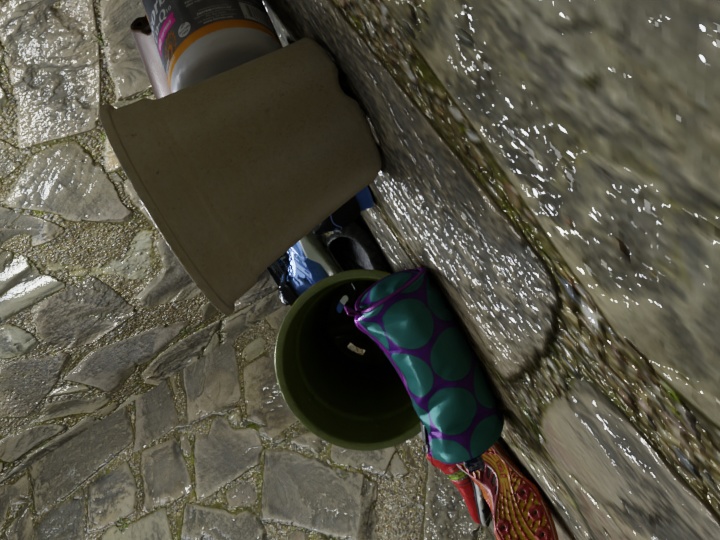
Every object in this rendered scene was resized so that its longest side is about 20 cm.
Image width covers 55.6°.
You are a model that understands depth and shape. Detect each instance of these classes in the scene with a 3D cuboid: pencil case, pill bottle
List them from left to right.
[{"bbox_3d":[-0.151,-0.249,0.676,0.117,0.115,0.202,67,179,-63],"label":"pill bottle"},{"bbox_3d":[0.069,0.098,0.685,0.202,0.091,0.085,61,175,-14],"label":"pencil case"}]

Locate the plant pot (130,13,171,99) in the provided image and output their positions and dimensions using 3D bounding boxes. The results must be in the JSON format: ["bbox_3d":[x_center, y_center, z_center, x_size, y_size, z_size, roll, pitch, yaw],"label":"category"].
[{"bbox_3d":[-0.250,-0.312,1.071,0.201,0.198,0.200,53,166,52],"label":"plant pot"}]

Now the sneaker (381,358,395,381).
[{"bbox_3d":[0.053,0.161,0.938,0.198,0.081,0.084,-7,119,48],"label":"sneaker"}]

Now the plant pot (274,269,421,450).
[{"bbox_3d":[0.008,0.082,0.830,0.202,0.198,0.190,59,-172,-8],"label":"plant pot"}]

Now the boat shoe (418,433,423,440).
[{"bbox_3d":[0.102,0.171,0.990,0.064,0.071,0.203,12,125,50],"label":"boat shoe"}]

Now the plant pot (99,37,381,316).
[{"bbox_3d":[-0.089,-0.097,0.590,0.202,0.182,0.201,58,176,7],"label":"plant pot"}]

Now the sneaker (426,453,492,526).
[{"bbox_3d":[0.135,0.261,0.945,0.077,0.084,0.203,-42,-65,-51],"label":"sneaker"}]

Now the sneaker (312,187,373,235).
[{"bbox_3d":[-0.063,-0.135,0.729,0.202,0.077,0.070,60,176,-10],"label":"sneaker"}]

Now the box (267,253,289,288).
[{"bbox_3d":[-0.101,-0.049,1.207,0.046,0.157,0.201,58,176,37],"label":"box"}]

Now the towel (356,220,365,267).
[{"bbox_3d":[-0.012,-0.030,1.040,0.202,0.049,0.148,60,176,-6],"label":"towel"}]

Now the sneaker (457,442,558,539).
[{"bbox_3d":[0.178,0.262,0.799,0.077,0.073,0.201,37,-166,-34],"label":"sneaker"}]

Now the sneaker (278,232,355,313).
[{"bbox_3d":[-0.092,-0.011,0.982,0.201,0.110,0.077,53,-157,-17],"label":"sneaker"}]

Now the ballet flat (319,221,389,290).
[{"bbox_3d":[0.000,0.000,0.938,0.066,0.057,0.201,-30,97,43],"label":"ballet flat"}]
